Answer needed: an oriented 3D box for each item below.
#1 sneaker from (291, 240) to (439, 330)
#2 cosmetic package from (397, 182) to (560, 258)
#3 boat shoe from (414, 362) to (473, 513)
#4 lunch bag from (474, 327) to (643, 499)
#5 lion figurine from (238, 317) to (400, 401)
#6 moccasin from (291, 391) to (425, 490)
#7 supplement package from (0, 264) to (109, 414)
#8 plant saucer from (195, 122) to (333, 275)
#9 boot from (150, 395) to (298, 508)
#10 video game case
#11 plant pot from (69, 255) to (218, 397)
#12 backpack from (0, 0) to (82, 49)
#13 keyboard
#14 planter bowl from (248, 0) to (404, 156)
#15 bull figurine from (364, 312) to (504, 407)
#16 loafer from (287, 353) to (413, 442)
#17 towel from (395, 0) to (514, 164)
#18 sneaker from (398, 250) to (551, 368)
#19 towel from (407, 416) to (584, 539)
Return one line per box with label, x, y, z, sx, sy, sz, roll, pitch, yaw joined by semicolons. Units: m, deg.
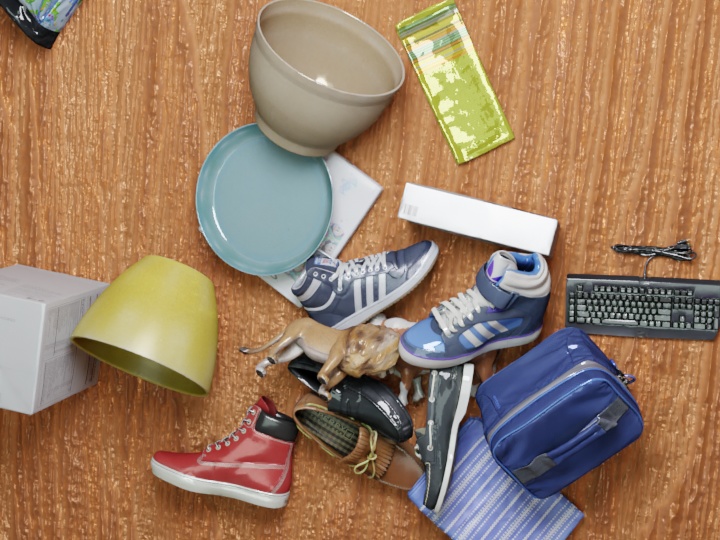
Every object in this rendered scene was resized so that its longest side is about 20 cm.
sneaker;0.000;0.000;1.690;0.199;0.070;0.109;-36;108;17
cosmetic package;0.153;-0.065;1.652;0.198;0.083;0.051;15;89;11
boat shoe;0.099;0.210;1.655;0.060;0.076;0.202;12;95;5
lunch bag;0.255;0.180;1.608;0.199;0.133;0.136;-38;122;16
lion figurine;-0.049;0.098;1.665;0.198;0.123;0.073;21;145;27
moccasin;-0.001;0.231;1.725;0.201;0.078;0.074;36;103;2
supplement package;-0.457;0.089;1.757;0.150;0.200;0.152;11;99;12
plant saucer;-0.124;-0.095;1.714;0.198;0.027;0.203;1;94;19
boot;-0.185;0.235;1.779;0.198;0.072;0.146;10;98;4
video game case;-0.096;-0.083;1.742;0.181;0.024;0.201;37;103;7
plant pot;-0.270;0.065;1.732;0.198;0.200;0.143;17;74;11
backpack;-0.417;-0.430;1.731;0.200;0.154;0.163;-41;79;2
keyboard;0.362;0.022;1.646;0.198;0.021;0.129;2;97;12
planter bowl;-0.059;-0.232;1.643;0.199;0.200;0.135;33;127;8
bull figurine;0.091;0.116;1.700;0.198;0.065;0.123;-1;100;15
loafer;-0.014;0.166;1.695;0.200;0.070;0.069;36;144;30
towel;0.122;-0.245;1.674;0.085;0.018;0.202;-24;91;16
sneaker;0.142;0.034;1.602;0.198;0.081;0.148;-11;131;-11
towel;0.177;0.308;1.697;0.200;0.024;0.145;42;83;5
